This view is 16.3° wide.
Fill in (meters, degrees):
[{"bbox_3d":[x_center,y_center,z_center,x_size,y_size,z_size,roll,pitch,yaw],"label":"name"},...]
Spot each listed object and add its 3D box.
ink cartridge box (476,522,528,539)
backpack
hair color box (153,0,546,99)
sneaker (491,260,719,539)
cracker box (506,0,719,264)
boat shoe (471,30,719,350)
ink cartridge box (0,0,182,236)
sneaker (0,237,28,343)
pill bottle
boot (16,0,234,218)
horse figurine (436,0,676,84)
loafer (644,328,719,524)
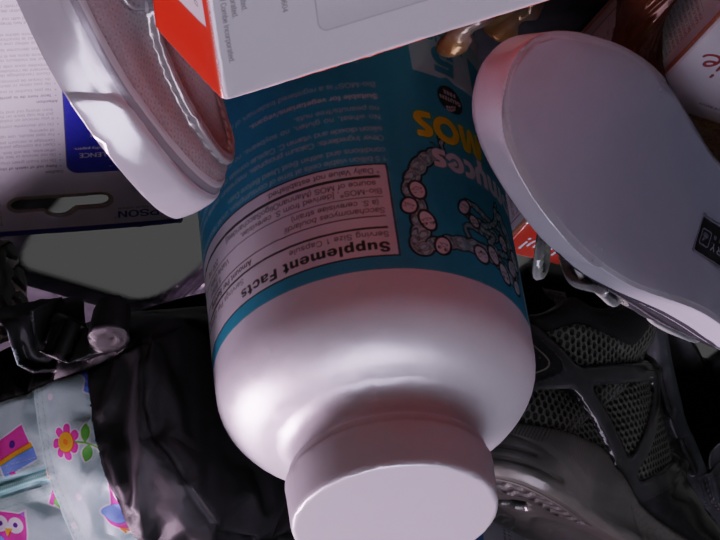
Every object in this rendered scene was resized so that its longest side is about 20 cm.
[{"bbox_3d":[0.034,0.097,1.075,0.084,0.145,0.200,-22,143,20],"label":"ink cartridge box"},{"bbox_3d":[-0.119,0.084,0.946,0.199,0.127,0.167,-19,167,24],"label":"backpack"},{"bbox_3d":[0.033,-0.136,0.731,0.199,0.064,0.111,-18,123,-16],"label":"hair color box"},{"bbox_3d":[0.105,0.065,1.027,0.076,0.115,0.199,-2,155,36],"label":"sneaker"},{"bbox_3d":[0.154,-0.068,0.939,0.134,0.058,0.200,13,141,-27],"label":"cracker box"},{"bbox_3d":[0.093,-0.024,0.886,0.068,0.074,0.199,8,166,46],"label":"boat shoe"},{"bbox_3d":[-0.109,-0.084,0.883,0.094,0.037,0.200,-4,143,-7],"label":"ink cartridge box"},{"bbox_3d":[-0.226,0.004,0.947,0.200,0.079,0.089,23,132,-38],"label":"sneaker"},{"bbox_3d":[0.000,0.000,0.879,0.110,0.201,0.111,-6,146,-4],"label":"pill bottle"},{"bbox_3d":[-0.061,-0.115,0.766,0.095,0.074,0.200,-22,117,10],"label":"boot"},{"bbox_3d":[0.042,-0.130,0.830,0.200,0.050,0.133,22,131,-30],"label":"horse figurine"},{"bbox_3d":[0.149,0.071,1.128,0.070,0.068,0.201,-15,142,26],"label":"loafer"}]
